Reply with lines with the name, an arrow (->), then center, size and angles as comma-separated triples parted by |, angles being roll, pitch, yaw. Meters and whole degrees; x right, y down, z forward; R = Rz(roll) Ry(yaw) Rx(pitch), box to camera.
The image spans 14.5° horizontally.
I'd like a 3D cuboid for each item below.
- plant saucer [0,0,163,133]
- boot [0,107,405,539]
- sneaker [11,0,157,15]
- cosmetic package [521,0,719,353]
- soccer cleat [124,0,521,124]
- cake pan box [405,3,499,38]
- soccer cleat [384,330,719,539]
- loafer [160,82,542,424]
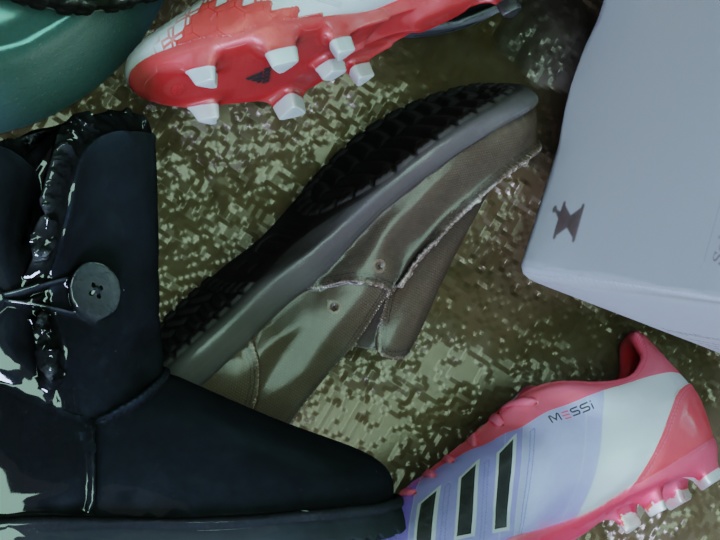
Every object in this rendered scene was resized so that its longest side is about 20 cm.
plant saucer -> -0.162, -0.153, 1.111 | 0.199, 0.036, 0.201 | 0, 89, -17
boot -> -0.074, 0.025, 1.042 | 0.199, 0.076, 0.169 | 0, 83, -32
sneaker -> -0.143, -0.157, 1.064 | 0.199, 0.077, 0.089 | 13, 75, -16
cosmetic package -> 0.204, -0.039, 1.128 | 0.199, 0.165, 0.166 | 20, 84, -31
soccer cleat -> -0.003, -0.122, 1.098 | 0.199, 0.069, 0.086 | -22, 73, -5
cake pan box -> 0.022, -0.198, 1.159 | 0.183, 0.052, 0.201 | -10, 92, -14
soccer cleat -> 0.059, 0.087, 1.150 | 0.199, 0.067, 0.077 | -20, 75, -30
loafer -> 0.000, 0.000, 1.146 | 0.200, 0.073, 0.071 | -40, 109, -7
